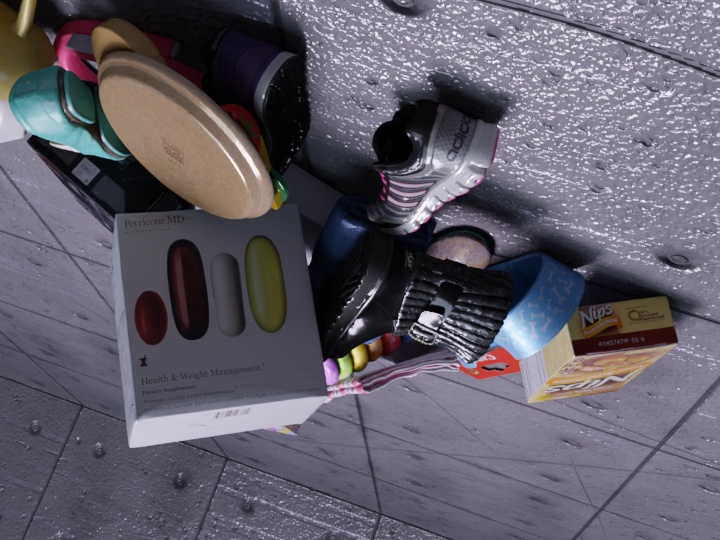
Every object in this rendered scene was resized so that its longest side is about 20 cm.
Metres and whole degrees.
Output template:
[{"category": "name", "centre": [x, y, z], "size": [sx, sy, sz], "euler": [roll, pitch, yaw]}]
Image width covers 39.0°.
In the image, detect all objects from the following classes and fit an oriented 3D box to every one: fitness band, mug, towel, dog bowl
[{"category": "fitness band", "centre": [-0.209, -0.180, 0.986], "size": [0.197, 0.038, 0.144], "euler": [17, 162, 13]}, {"category": "mug", "centre": [-0.360, -0.198, 0.922], "size": [0.151, 0.152, 0.186], "euler": [25, 160, -15]}, {"category": "towel", "centre": [0.026, 0.141, 1.306], "size": [0.144, 0.030, 0.200], "euler": [-14, 174, -24]}, {"category": "towel", "centre": [0.000, 0.000, 1.071], "size": [0.110, 0.049, 0.201], "euler": [17, 143, -7]}, {"category": "dog bowl", "centre": [0.152, 0.039, 1.075], "size": [0.049, 0.112, 0.199], "euler": [40, 155, -13]}]

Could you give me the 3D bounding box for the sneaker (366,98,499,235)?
[{"category": "sneaker", "centre": [0.043, -0.095, 0.898], "size": [0.087, 0.075, 0.200], "euler": [30, 156, -13]}]

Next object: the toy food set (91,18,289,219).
[{"category": "toy food set", "centre": [-0.153, -0.121, 0.897], "size": [0.198, 0.049, 0.199], "euler": [27, 155, 22]}]

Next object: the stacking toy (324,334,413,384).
[{"category": "stacking toy", "centre": [-0.036, 0.098, 1.234], "size": [0.110, 0.199, 0.116], "euler": [50, 155, 1]}]

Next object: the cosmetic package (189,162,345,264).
[{"category": "cosmetic package", "centre": [-0.074, -0.056, 1.132], "size": [0.198, 0.052, 0.150], "euler": [31, 159, -23]}]

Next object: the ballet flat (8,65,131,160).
[{"category": "ballet flat", "centre": [-0.266, -0.142, 0.930], "size": [0.069, 0.069, 0.200], "euler": [-7, 175, 4]}]

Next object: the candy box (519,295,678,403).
[{"category": "candy box", "centre": [0.253, 0.090, 1.108], "size": [0.113, 0.056, 0.201], "euler": [-6, 160, -7]}]

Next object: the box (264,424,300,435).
[{"category": "box", "centre": [-0.151, 0.090, 1.356], "size": [0.190, 0.203, 0.122], "euler": [4, 154, 36]}]

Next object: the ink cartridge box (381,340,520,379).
[{"category": "ink cartridge box", "centre": [0.117, 0.116, 1.378], "size": [0.198, 0.058, 0.162], "euler": [33, 157, -17]}]

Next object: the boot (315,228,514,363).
[{"category": "boot", "centre": [0.045, 0.050, 1.016], "size": [0.155, 0.081, 0.211], "euler": [18, 149, -16]}]

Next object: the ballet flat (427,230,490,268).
[{"category": "ballet flat", "centre": [0.083, 0.014, 1.130], "size": [0.067, 0.068, 0.200], "euler": [25, 159, -12]}]

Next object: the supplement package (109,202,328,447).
[{"category": "supplement package", "centre": [-0.150, 0.056, 1.032], "size": [0.188, 0.204, 0.147], "euler": [-6, 163, -18]}]

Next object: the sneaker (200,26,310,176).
[{"category": "sneaker", "centre": [-0.099, -0.151, 0.923], "size": [0.087, 0.076, 0.201], "euler": [32, 157, 10]}]

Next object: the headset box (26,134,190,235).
[{"category": "headset box", "centre": [-0.263, -0.085, 1.127], "size": [0.148, 0.077, 0.200], "euler": [39, 170, 14]}]
